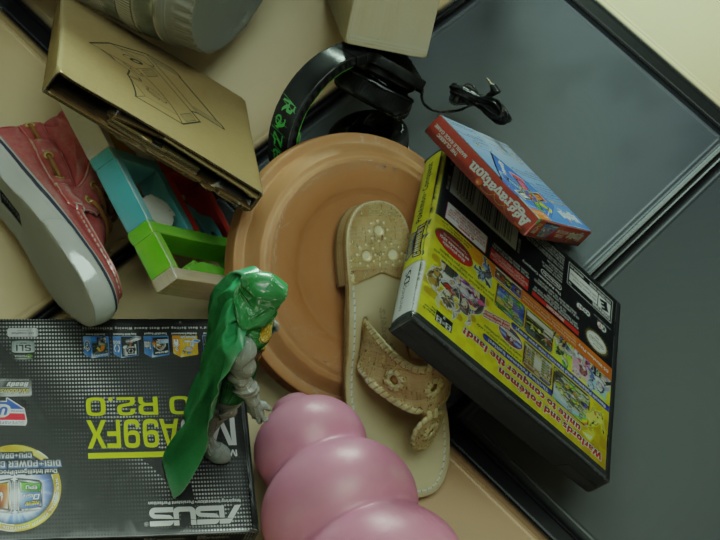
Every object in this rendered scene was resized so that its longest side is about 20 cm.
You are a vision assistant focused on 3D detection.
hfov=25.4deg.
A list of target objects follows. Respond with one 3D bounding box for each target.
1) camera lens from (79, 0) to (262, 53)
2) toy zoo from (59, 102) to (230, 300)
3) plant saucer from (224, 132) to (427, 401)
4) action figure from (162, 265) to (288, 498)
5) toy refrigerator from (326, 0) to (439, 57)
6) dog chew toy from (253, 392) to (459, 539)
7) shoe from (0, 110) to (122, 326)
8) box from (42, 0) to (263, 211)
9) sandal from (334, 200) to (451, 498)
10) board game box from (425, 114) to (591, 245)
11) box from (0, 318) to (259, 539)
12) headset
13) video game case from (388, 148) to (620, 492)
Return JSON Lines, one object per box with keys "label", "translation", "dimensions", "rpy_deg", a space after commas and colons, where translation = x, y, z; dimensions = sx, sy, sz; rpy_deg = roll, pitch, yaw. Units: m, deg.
{"label": "camera lens", "translation": [-0.172, -0.274, 1.218], "dimensions": [0.200, 0.160, 0.160], "rpy_deg": [29, 57, 13]}
{"label": "toy zoo", "translation": [-0.149, -0.067, 1.143], "dimensions": [0.020, 0.131, 0.200], "rpy_deg": [-35, 72, 17]}
{"label": "plant saucer", "translation": [0.000, 0.000, 1.145], "dimensions": [0.200, 0.032, 0.201], "rpy_deg": [2, 85, -27]}
{"label": "action figure", "translation": [-0.078, 0.055, 0.992], "dimensions": [0.054, 0.200, 0.118], "rpy_deg": [11, 59, -9]}
{"label": "toy refrigerator", "translation": [0.019, -0.226, 1.238], "dimensions": [0.070, 0.076, 0.200], "rpy_deg": [10, 18, -9]}
{"label": "dog chew toy", "translation": [-0.008, 0.167, 1.049], "dimensions": [0.124, 0.125, 0.200], "rpy_deg": [-14, 58, -21]}
{"label": "shoe", "translation": [-0.198, -0.046, 1.126], "dimensions": [0.091, 0.072, 0.200], "rpy_deg": [-23, 49, -26]}
{"label": "box", "translation": [-0.148, -0.124, 1.138], "dimensions": [0.163, 0.021, 0.200], "rpy_deg": [30, 17, -20]}
{"label": "sandal", "translation": [0.031, 0.055, 1.097], "dimensions": [0.077, 0.070, 0.213], "rpy_deg": [-10, 90, -25]}
{"label": "board game box", "translation": [0.114, -0.063, 1.185], "dimensions": [0.019, 0.200, 0.103], "rpy_deg": [-47, 76, 12]}
{"label": "box", "translation": [-0.175, 0.112, 1.077], "dimensions": [0.199, 0.044, 0.161], "rpy_deg": [1, 60, -14]}
{"label": "headset", "translation": [0.021, -0.113, 1.210], "dimensions": [0.200, 0.124, 0.094], "rpy_deg": [-21, 42, -41]}
{"label": "video game case", "translation": [0.109, 0.032, 1.134], "dimensions": [0.200, 0.025, 0.181], "rpy_deg": [40, 38, -23]}
